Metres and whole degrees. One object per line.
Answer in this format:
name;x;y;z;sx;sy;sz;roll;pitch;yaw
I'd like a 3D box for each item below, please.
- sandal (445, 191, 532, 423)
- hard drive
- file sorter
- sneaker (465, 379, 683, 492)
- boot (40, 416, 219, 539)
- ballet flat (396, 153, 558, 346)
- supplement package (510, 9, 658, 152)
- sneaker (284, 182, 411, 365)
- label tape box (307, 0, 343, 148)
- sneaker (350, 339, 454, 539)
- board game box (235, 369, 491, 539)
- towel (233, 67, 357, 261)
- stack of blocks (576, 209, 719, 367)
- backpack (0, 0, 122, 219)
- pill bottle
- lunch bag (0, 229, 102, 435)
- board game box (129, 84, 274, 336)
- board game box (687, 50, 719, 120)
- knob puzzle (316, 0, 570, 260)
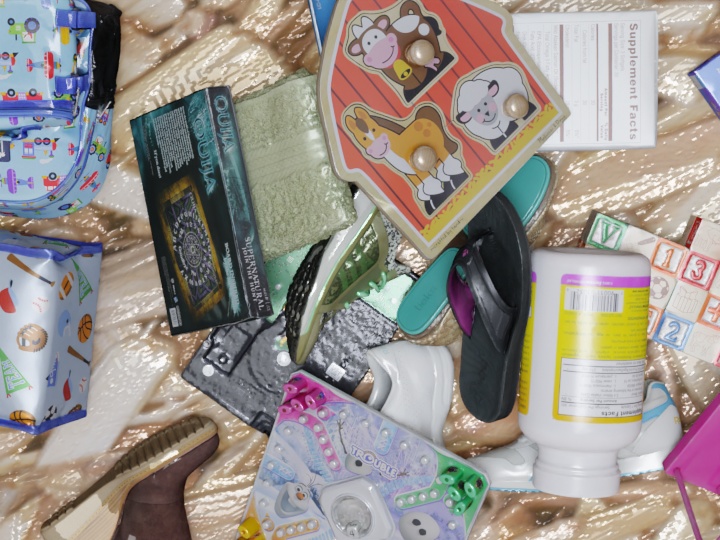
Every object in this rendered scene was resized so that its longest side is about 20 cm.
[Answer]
sandal;0.102;0.034;1.265;0.048;0.075;0.201;-11;110;-33
hard drive;-0.050;0.053;1.386;0.140;0.038;0.200;34;97;0
file sorter;0.383;0.186;1.275;0.200;0.126;0.139;22;120;-17
sneaker;0.185;0.151;1.365;0.200;0.077;0.081;-12;87;-2
boot;-0.173;0.245;1.408;0.200;0.072;0.166;-36;104;5
ballet flat;0.109;-0.015;1.336;0.200;0.065;0.071;-49;52;11
supplement package;0.149;-0.160;1.313;0.200;0.117;0.118;-1;95;4
sneaker;0.000;0.000;1.330;0.089;0.077;0.200;24;101;-16
label tape box;0.003;-0.177;1.280;0.066;0.200;0.144;-13;94;3
sneaker;0.032;0.162;1.360;0.088;0.075;0.200;1;86;-29
board game box;-0.007;0.216;1.346;0.200;0.026;0.200;28;117;17
towel;-0.086;-0.081;1.320;0.200;0.036;0.149;-15;88;46
stack of blocks;0.287;0.010;1.348;0.200;0.059;0.115;21;96;2
backpack;-0.306;-0.142;1.340;0.182;0.135;0.200;6;98;4
pill bottle;0.185;0.083;1.279;0.104;0.104;0.200;3;95;4
lunch bag;-0.348;0.045;1.368;0.200;0.124;0.170;10;95;17
board game box;-0.140;-0.049;1.335;0.028;0.135;0.200;-10;89;-38
board game box;0.399;-0.131;1.335;0.134;0.045;0.200;-36;92;6
knob puzzle;0.052;-0.140;1.197;0.219;0.030;0.220;0;90;-21
